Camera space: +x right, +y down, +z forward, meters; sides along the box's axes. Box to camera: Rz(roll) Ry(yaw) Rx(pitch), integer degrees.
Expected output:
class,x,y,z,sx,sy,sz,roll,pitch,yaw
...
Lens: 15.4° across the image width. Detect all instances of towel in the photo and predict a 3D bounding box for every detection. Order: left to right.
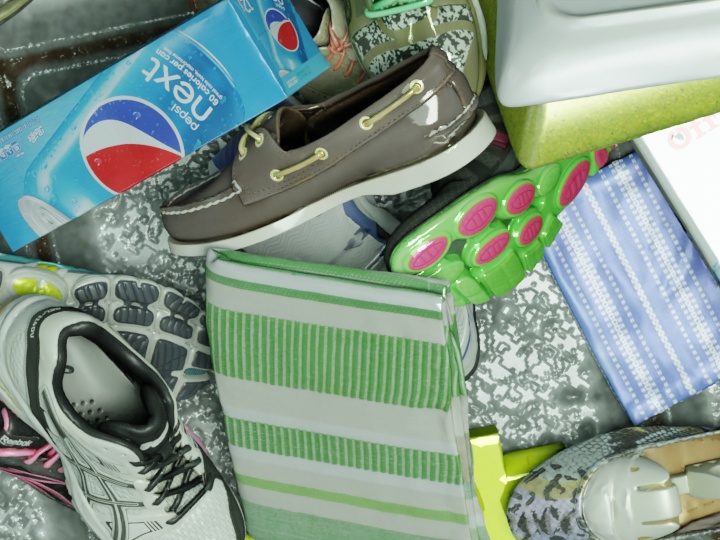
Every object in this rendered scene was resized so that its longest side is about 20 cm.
class,x,y,z,sx,sy,sz,roll,pitch,yaw
towel,-0.007,0.079,1.437,0.152,0.023,0.200,8,130,23
towel,0.212,-0.016,1.531,0.200,0.024,0.145,-28,95,2

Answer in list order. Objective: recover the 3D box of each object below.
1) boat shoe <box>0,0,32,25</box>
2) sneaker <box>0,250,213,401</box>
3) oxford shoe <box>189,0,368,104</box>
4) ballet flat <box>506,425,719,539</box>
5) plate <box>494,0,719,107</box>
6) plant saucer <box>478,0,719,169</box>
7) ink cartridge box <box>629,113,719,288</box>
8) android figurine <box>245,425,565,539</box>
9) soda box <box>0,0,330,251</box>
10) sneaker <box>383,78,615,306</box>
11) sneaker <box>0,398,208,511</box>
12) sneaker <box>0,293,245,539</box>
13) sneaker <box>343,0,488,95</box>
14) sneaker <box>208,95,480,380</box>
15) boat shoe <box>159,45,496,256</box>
class,x,y,z,sx,sy,sz,roll,pitch,yaw
boat shoe,-0.234,-0.133,1.490,0.201,0.072,0.066,-43,90,-1
sneaker,-0.173,0.019,1.505,0.200,0.080,0.078,17,106,-21
oxford shoe,-0.009,-0.117,1.491,0.200,0.075,0.071,26,93,-4
ballet flat,0.183,0.121,1.504,0.200,0.072,0.072,-11,96,-12
plate,0.165,-0.176,1.388,0.199,0.200,0.032,-8,137,10
plant saucer,0.155,-0.164,1.435,0.200,0.200,0.048,-17,136,1
ink cartridge box,0.257,-0.036,1.478,0.146,0.083,0.200,-31,92,5
android figurine,0.029,0.162,1.541,0.200,0.041,0.182,-9,96,-1
soda box,-0.121,-0.086,1.460,0.200,0.068,0.064,-28,98,27
sneaker,0.069,-0.051,1.445,0.084,0.200,0.077,15,134,32
sneaker,-0.180,0.095,1.504,0.200,0.095,0.079,22,94,-4
sneaker,-0.124,0.098,1.443,0.200,0.088,0.076,49,67,-24
sneaker,0.009,-0.169,1.407,0.077,0.089,0.200,-17,91,15
sneaker,0.001,0.001,1.505,0.081,0.115,0.199,-42,66,2
boat shoe,-0.027,-0.062,1.412,0.200,0.072,0.060,-18,113,28
